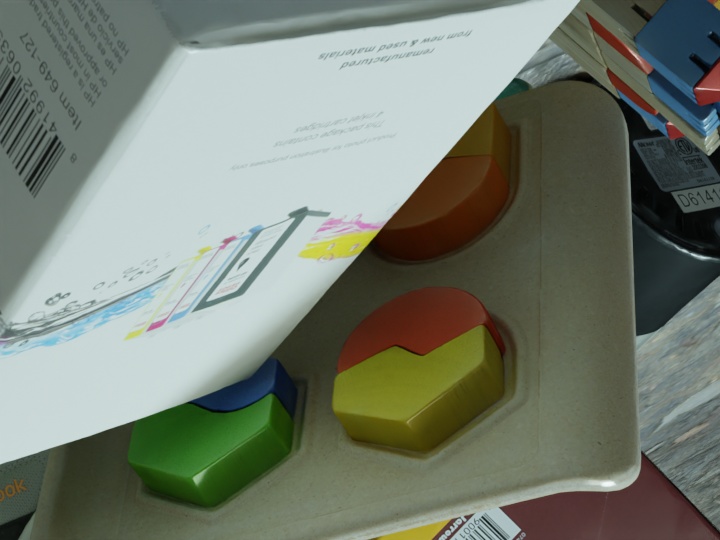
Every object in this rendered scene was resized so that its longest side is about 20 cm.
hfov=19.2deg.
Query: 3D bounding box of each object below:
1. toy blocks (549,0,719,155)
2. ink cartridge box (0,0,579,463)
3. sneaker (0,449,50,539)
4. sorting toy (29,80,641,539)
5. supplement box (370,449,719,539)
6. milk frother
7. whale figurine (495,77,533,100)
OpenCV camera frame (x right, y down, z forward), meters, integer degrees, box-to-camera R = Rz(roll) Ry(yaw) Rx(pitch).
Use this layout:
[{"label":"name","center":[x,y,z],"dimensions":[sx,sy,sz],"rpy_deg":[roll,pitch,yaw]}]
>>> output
[{"label":"toy blocks","center":[0.096,-0.101,0.754],"dimensions":[0.100,0.137,0.200],"rpy_deg":[-48,165,2]},{"label":"ink cartridge box","center":[-0.071,-0.063,0.595],"dimensions":[0.144,0.148,0.200],"rpy_deg":[-15,156,-42]},{"label":"sneaker","center":[-0.073,0.032,0.797],"dimensions":[0.200,0.079,0.074],"rpy_deg":[-43,169,-14]},{"label":"sorting toy","center":[-0.009,0.015,0.710],"dimensions":[0.199,0.186,0.037],"rpy_deg":[-13,131,17]},{"label":"supplement box","center":[0.060,0.152,1.004],"dimensions":[0.197,0.200,0.133],"rpy_deg":[-46,-156,-1]},{"label":"milk frother","center":[0.147,0.035,1.097],"dimensions":[0.180,0.201,0.188],"rpy_deg":[7,143,-31]},{"label":"whale figurine","center":[0.000,0.000,0.883],"dimensions":[0.103,0.159,0.201],"rpy_deg":[5,114,-45]}]
